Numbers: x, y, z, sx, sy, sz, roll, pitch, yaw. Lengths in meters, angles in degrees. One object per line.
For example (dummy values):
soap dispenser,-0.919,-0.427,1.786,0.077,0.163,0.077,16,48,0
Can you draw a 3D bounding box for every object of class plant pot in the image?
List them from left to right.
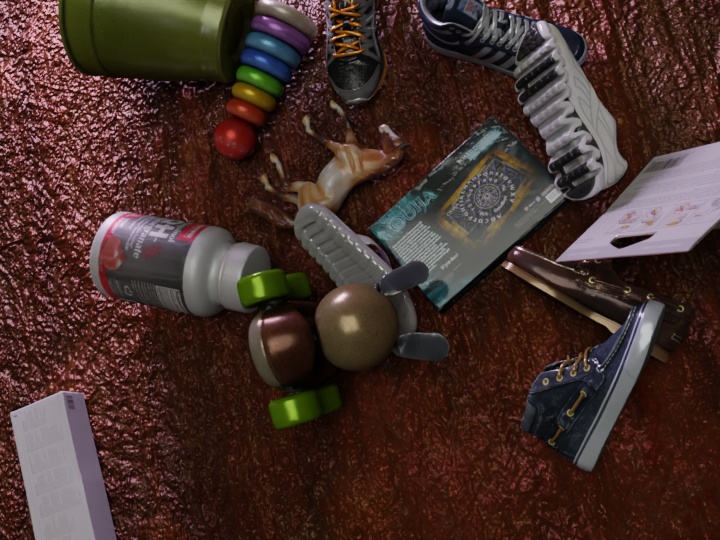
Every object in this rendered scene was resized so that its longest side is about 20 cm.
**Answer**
plant pot,-0.242,-0.324,1.000,0.193,0.200,0.201,17,84,7

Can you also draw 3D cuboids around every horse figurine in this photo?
horse figurine,-0.047,-0.118,0.962,0.200,0.050,0.133,-45,71,4

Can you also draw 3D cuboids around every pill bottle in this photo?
pill bottle,-0.216,-0.005,0.958,0.200,0.111,0.111,10,82,18

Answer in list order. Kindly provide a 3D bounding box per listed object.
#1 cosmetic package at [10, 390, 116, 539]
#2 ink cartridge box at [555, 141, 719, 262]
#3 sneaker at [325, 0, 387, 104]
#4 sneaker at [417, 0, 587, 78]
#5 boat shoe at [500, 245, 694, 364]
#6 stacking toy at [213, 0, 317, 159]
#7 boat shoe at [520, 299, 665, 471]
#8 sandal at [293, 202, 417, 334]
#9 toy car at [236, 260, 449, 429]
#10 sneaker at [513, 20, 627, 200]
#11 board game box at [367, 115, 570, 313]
cosmetic package,-0.372,0.260,0.984,0.082,0.051,0.200,-21,74,10
ink cartridge box,0.306,-0.055,0.750,0.176,0.200,0.045,-44,102,-14
sneaker,-0.014,-0.305,0.976,0.078,0.077,0.200,-6,79,14
sneaker,0.158,-0.278,0.902,0.200,0.108,0.070,16,85,19
boat shoe,0.251,0.020,0.837,0.200,0.070,0.070,30,96,11
stacking toy,-0.130,-0.236,0.998,0.085,0.085,0.200,24,91,19
boat shoe,0.228,0.106,0.792,0.091,0.071,0.200,27,117,22
sandal,0.004,-0.004,0.920,0.203,0.050,0.082,51,132,7
toy car,-0.009,0.064,0.858,0.200,0.158,0.164,-17,83,12
sneaker,0.232,-0.178,0.867,0.081,0.075,0.200,-18,88,-29
board game box,0.125,-0.066,0.912,0.200,0.028,0.135,-42,71,6
